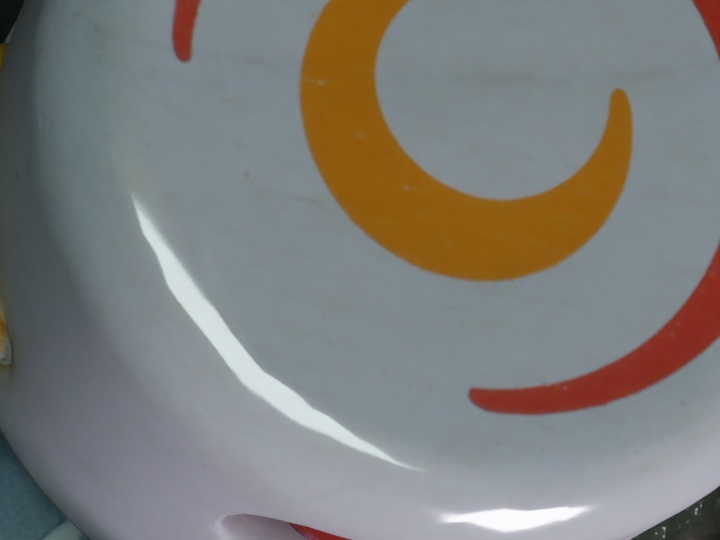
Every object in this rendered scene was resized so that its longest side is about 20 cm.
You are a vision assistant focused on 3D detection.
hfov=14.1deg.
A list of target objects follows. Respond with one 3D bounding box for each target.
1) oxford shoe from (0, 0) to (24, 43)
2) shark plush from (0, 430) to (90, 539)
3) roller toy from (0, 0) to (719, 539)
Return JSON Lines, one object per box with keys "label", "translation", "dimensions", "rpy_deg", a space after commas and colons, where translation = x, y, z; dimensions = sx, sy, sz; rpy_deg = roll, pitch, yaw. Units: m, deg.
{"label": "oxford shoe", "translation": [-0.117, -0.044, 0.768], "dimensions": [0.071, 0.071, 0.201], "rpy_deg": [-10, 84, -47]}
{"label": "shark plush", "translation": [-0.102, 0.046, 0.689], "dimensions": [0.199, 0.091, 0.084], "rpy_deg": [-3, 113, -25]}
{"label": "roller toy", "translation": [0.003, -0.013, 0.648], "dimensions": [0.200, 0.140, 0.183], "rpy_deg": [-40, 89, -25]}
